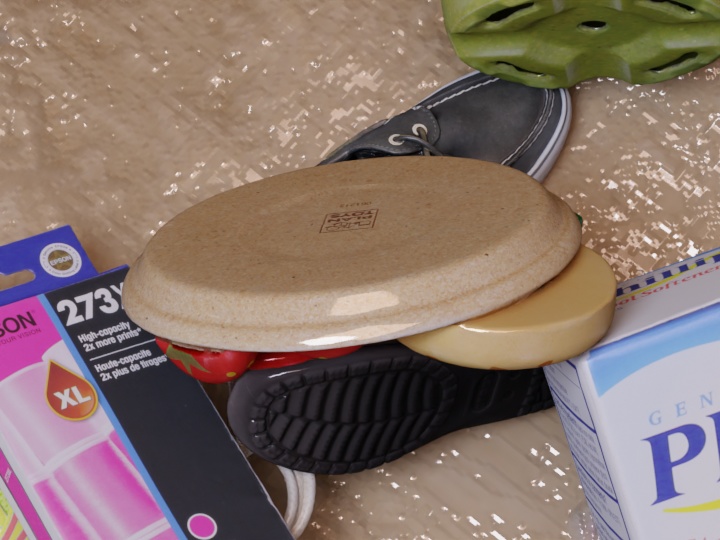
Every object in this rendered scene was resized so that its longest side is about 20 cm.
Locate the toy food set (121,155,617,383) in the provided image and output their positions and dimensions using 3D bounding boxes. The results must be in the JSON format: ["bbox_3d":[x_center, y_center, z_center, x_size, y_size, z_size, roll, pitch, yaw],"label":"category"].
[{"bbox_3d":[0.000,0.000,1.192,0.200,0.198,0.049,-11,110,-6],"label":"toy food set"}]

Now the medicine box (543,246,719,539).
[{"bbox_3d":[0.192,0.087,1.214,0.182,0.103,0.200,-20,103,-5],"label":"medicine box"}]

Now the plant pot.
[{"bbox_3d":[0.102,-0.188,1.293,0.200,0.200,0.185,0,73,1],"label":"plant pot"}]

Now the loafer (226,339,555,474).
[{"bbox_3d":[0.020,0.036,1.273,0.200,0.073,0.071,-8,46,-34],"label":"loafer"}]

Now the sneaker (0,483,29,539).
[{"bbox_3d":[-0.163,0.094,1.245,0.078,0.090,0.200,-12,49,42],"label":"sneaker"}]

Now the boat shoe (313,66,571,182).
[{"bbox_3d":[0.016,-0.035,1.320,0.200,0.057,0.069,-35,75,-10],"label":"boat shoe"}]

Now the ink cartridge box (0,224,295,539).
[{"bbox_3d":[-0.117,0.060,1.228,0.095,0.037,0.200,-19,60,-30],"label":"ink cartridge box"}]

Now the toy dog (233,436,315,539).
[{"bbox_3d":[-0.027,0.181,1.250,0.132,0.096,0.200,-39,61,-7],"label":"toy dog"}]
